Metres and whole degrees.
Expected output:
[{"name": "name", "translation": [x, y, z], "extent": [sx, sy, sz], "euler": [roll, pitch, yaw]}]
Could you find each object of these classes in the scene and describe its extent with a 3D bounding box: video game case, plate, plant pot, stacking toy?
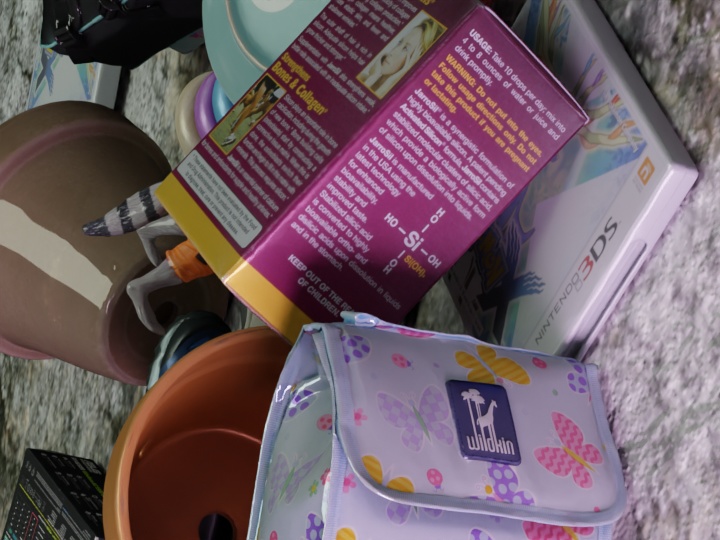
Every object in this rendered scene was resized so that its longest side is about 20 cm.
[{"name": "video game case", "translation": [0.100, -0.044, 1.210], "extent": [0.183, 0.022, 0.201], "euler": [-61, 31, 29]}, {"name": "video game case", "translation": [-0.246, -0.214, 1.939], "extent": [0.182, 0.022, 0.202], "euler": [-1, 78, 62]}, {"name": "plate", "translation": [-0.020, -0.177, 1.303], "extent": [0.199, 0.026, 0.202], "euler": [-6, 79, 32]}, {"name": "plant pot", "translation": [-0.187, -0.002, 1.604], "extent": [0.174, 0.199, 0.202], "euler": [33, 109, 42]}, {"name": "plant pot", "translation": [-0.064, 0.143, 1.270], "extent": [0.140, 0.198, 0.202], "euler": [149, 128, -65]}, {"name": "stacking toy", "translation": [-0.040, -0.126, 1.469], "extent": [0.199, 0.085, 0.086], "euler": [-27, 55, 48]}]

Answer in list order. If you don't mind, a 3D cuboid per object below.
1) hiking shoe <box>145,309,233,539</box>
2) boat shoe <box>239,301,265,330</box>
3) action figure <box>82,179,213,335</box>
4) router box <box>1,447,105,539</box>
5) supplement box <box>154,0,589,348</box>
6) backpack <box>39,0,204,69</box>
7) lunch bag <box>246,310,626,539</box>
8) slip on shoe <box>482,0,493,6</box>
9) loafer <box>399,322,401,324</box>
[{"name": "hiking shoe", "translation": [-0.100, 0.129, 1.485], "extent": [0.086, 0.074, 0.202], "euler": [5, 93, 55]}, {"name": "boat shoe", "translation": [-0.050, 0.029, 1.449], "extent": [0.067, 0.057, 0.201], "euler": [-29, 47, 9]}, {"name": "action figure", "translation": [-0.081, -0.052, 1.374], "extent": [0.193, 0.105, 0.200], "euler": [-45, 5, 14]}, {"name": "router box", "translation": [-0.222, 0.241, 1.668], "extent": [0.200, 0.062, 0.151], "euler": [35, 109, 61]}, {"name": "supplement box", "translation": [0.003, -0.062, 1.190], "extent": [0.200, 0.103, 0.131], "euler": [-46, 32, 3]}, {"name": "backpack", "translation": [-0.156, -0.268, 1.658], "extent": [0.175, 0.152, 0.202], "euler": [-24, 67, 55]}, {"name": "lunch bag", "translation": [0.036, 0.131, 1.098], "extent": [0.127, 0.168, 0.202], "euler": [-5, 74, 63]}, {"name": "slip on shoe", "translation": [0.049, -0.161, 1.303], "extent": [0.061, 0.074, 0.202], "euler": [-167, 94, -74]}, {"name": "loafer", "translation": [0.000, 0.000, 1.357], "extent": [0.063, 0.071, 0.202], "euler": [12, -86, -83]}]
